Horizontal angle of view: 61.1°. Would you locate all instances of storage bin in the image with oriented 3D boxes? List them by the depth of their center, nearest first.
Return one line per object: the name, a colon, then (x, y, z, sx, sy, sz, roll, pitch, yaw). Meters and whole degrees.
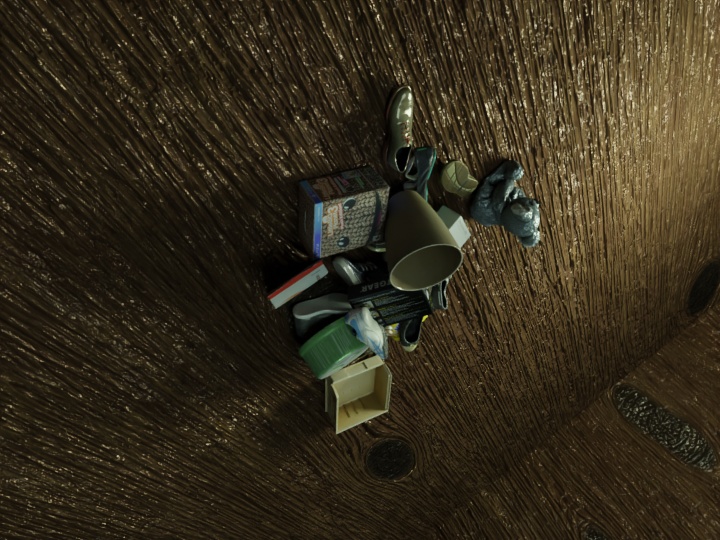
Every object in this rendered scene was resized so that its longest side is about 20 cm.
storage bin: (-0.009, 0.395, 1.968, 0.196, 0.094, 0.202, -18, 135, -22)

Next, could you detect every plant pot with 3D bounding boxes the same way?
plant pot: (0.132, -0.089, 1.490, 0.182, 0.204, 0.189, -12, 149, -7)

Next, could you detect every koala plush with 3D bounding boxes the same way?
koala plush: (0.423, -0.164, 1.702, 0.182, 0.201, 0.179, -34, 140, -4)

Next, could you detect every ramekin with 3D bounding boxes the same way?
ramekin: (-0.067, 0.214, 1.696, 0.197, 0.099, 0.200, -32, 168, -8)

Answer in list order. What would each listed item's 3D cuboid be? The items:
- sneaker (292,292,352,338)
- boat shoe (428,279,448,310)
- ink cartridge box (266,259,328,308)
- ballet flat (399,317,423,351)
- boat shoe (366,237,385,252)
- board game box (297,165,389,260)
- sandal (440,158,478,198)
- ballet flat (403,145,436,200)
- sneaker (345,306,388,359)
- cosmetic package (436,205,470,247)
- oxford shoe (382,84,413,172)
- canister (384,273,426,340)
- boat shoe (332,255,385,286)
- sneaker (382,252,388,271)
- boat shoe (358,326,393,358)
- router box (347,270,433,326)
sneaker: (-0.099, 0.127, 1.686, 0.195, 0.071, 0.101, -10, 136, -24)
boat shoe: (0.249, 0.018, 1.806, 0.072, 0.062, 0.206, -1, 107, -47)
ink cartridge box: (-0.150, 0.034, 1.484, 0.160, 0.200, 0.051, -34, 96, -6)
ballet flat: (0.153, 0.164, 1.775, 0.065, 0.057, 0.204, -13, 131, -22)
boat shoe: (0.099, -0.107, 1.620, 0.197, 0.072, 0.067, -19, 131, -29)
board game box: (-0.043, -0.139, 1.460, 0.196, 0.097, 0.162, -17, 135, -24)
sandal: (0.255, -0.248, 1.623, 0.080, 0.054, 0.199, -44, 154, 15)
ballet flat: (0.144, -0.230, 1.549, 0.072, 0.074, 0.203, -19, 141, -21)
sneaker: (0.022, 0.169, 1.626, 0.071, 0.073, 0.201, -13, 134, 22)
cosmetic package: (0.199, -0.060, 1.645, 0.201, 0.071, 0.102, -50, 141, -5)
oxford shoe: (0.100, -0.325, 1.415, 0.069, 0.075, 0.204, -16, 134, -22)
canister: (0.096, 0.109, 1.796, 0.149, 0.087, 0.199, -46, 137, 10)
boat shoe: (0.000, 0.000, 1.651, 0.093, 0.074, 0.201, -50, 140, -12)
sneaker: (0.120, -0.008, 1.731, 0.086, 0.075, 0.202, -29, 131, 2)
boat shoe: (0.035, 0.211, 1.775, 0.070, 0.070, 0.199, 9, 158, -27)
router box: (0.081, 0.080, 1.620, 0.195, 0.052, 0.150, -16, 137, 15)
